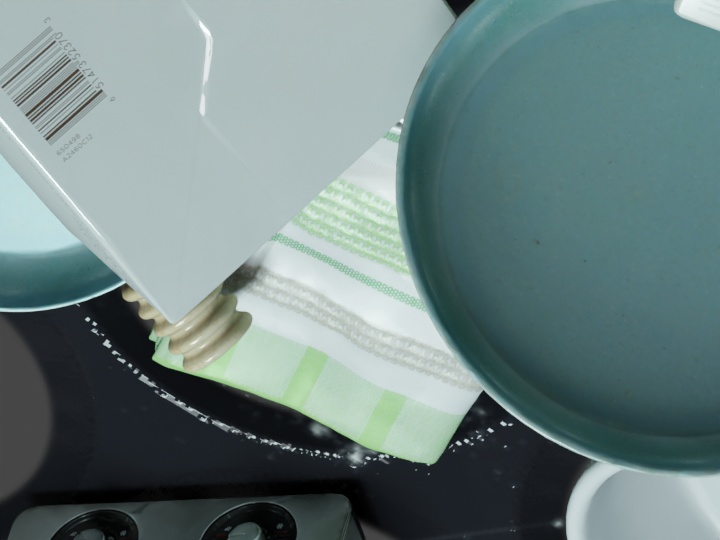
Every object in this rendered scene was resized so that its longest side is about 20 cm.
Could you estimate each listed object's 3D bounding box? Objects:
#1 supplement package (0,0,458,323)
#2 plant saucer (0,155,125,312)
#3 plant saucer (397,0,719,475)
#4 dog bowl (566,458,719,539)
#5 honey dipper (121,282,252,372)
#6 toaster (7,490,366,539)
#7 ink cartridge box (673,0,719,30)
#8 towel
[{"bbox_3d":[-0.087,-0.113,1.049,0.156,0.111,0.200,-42,120,-6],"label":"supplement package"},{"bbox_3d":[-0.148,-0.080,1.175,0.200,0.027,0.200,4,113,10],"label":"plant saucer"},{"bbox_3d":[0.110,-0.022,1.037,0.200,0.200,0.027,20,162,-1],"label":"plant saucer"},{"bbox_3d":[0.184,0.111,1.118,0.200,0.079,0.200,26,148,18],"label":"dog bowl"},{"bbox_3d":[-0.120,-0.044,1.217,0.038,0.038,0.200,-29,106,36],"label":"honey dipper"},{"bbox_3d":[-0.071,0.209,1.396,0.181,0.119,0.200,-3,131,21],"label":"toaster"},{"bbox_3d":[0.190,-0.155,0.943,0.116,0.067,0.200,20,134,-3],"label":"ink cartridge box"},{"bbox_3d":[0.000,0.000,1.239,0.149,0.031,0.200,23,135,-3],"label":"towel"}]
